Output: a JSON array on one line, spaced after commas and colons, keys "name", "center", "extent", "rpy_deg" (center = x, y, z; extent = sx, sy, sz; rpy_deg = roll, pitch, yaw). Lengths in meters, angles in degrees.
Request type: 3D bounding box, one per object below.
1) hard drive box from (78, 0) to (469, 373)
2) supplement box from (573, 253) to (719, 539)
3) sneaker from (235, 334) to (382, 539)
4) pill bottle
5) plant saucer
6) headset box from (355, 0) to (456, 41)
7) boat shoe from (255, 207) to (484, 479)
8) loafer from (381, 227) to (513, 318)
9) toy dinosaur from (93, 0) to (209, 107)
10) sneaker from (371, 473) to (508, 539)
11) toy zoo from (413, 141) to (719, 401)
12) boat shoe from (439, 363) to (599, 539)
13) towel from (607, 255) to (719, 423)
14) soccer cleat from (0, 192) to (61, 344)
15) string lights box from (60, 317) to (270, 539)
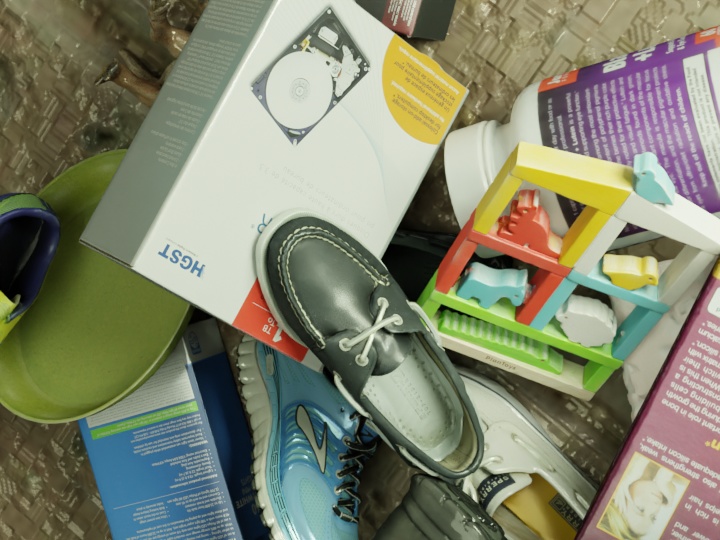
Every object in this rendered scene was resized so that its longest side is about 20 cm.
[{"name": "hard drive box", "center": [-0.049, -0.064, 0.945], "extent": [0.077, 0.156, 0.201], "rpy_deg": [23, 84, 53]}, {"name": "supplement box", "center": [0.226, 0.097, 0.904], "extent": [0.130, 0.103, 0.201], "rpy_deg": [28, 104, 10]}, {"name": "sneaker", "center": [-0.022, 0.118, 1.020], "extent": [0.090, 0.078, 0.201], "rpy_deg": [-19, 63, 11]}, {"name": "pill bottle", "center": [0.157, -0.071, 0.941], "extent": [0.199, 0.111, 0.112], "rpy_deg": [-15, 91, 20]}, {"name": "plant saucer", "center": [-0.179, 0.013, 1.075], "extent": [0.199, 0.031, 0.201], "rpy_deg": [-15, 60, 29]}, {"name": "headset box", "center": [-0.007, -0.240, 1.000], "extent": [0.199, 0.077, 0.150], "rpy_deg": [21, 103, 18]}, {"name": "boat shoe", "center": [0.013, 0.045, 0.929], "extent": [0.076, 0.060, 0.200], "rpy_deg": [-46, 120, -8]}, {"name": "loafer", "center": [0.000, 0.000, 1.028], "extent": [0.199, 0.070, 0.069], "rpy_deg": [2, 97, 20]}, {"name": "toy dinosaur", "center": [-0.087, -0.118, 1.047], "extent": [0.199, 0.136, 0.086], "rpy_deg": [-5, 54, 41]}, {"name": "sneaker", "center": [0.080, 0.215, 0.932], "extent": [0.091, 0.076, 0.200], "rpy_deg": [-49, 59, 6]}, {"name": "toy zoo", "center": [0.122, -0.003, 0.920], "extent": [0.131, 0.021, 0.200], "rpy_deg": [20, 139, -9]}, {"name": "boat shoe", "center": [0.092, 0.133, 1.010], "extent": [0.200, 0.070, 0.071], "rpy_deg": [42, 108, 10]}, {"name": "towel", "center": [0.261, 0.081, 0.965], "extent": [0.190, 0.032, 0.201], "rpy_deg": [-9, 92, 21]}, {"name": "soccer cleat", "center": [-0.265, 0.037, 1.054], "extent": [0.084, 0.065, 0.201], "rpy_deg": [7, 68, 55]}, {"name": "string lights box", "center": [-0.128, 0.145, 1.096], "extent": [0.102, 0.059, 0.201], "rpy_deg": [-16, 91, 21]}]
